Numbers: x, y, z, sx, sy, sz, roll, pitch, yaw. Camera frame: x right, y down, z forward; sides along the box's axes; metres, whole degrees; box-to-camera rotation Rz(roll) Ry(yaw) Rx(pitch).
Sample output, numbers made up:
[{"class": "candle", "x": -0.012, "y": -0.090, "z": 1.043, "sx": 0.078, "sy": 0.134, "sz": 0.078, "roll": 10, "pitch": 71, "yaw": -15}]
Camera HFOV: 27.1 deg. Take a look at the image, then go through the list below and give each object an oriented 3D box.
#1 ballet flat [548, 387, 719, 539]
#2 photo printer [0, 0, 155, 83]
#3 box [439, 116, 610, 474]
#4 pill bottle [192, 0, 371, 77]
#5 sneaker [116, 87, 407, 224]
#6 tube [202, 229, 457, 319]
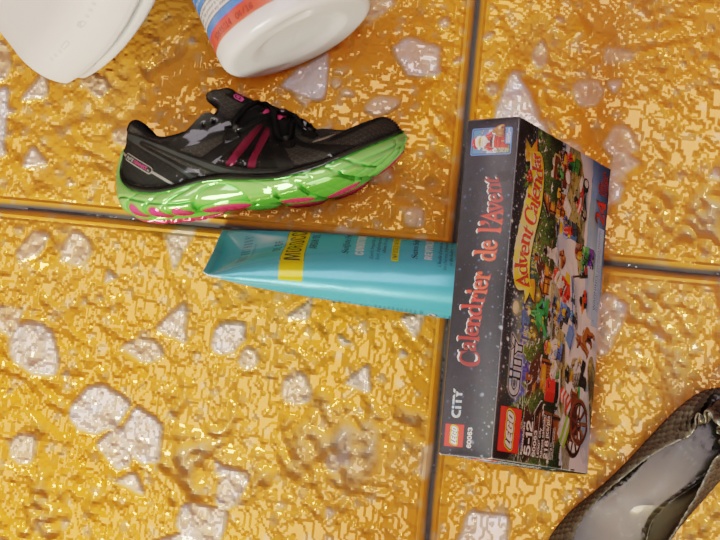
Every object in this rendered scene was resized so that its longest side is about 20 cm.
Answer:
[{"class": "ballet flat", "x": 0.179, "y": 0.154, "z": 0.947, "sx": 0.067, "sy": 0.046, "sz": 0.200, "roll": 42, "pitch": 87, "yaw": 10}, {"class": "photo printer", "x": -0.209, "y": -0.237, "z": 0.985, "sx": 0.201, "sy": 0.069, "sz": 0.166, "roll": 52, "pitch": 132, "yaw": 9}, {"class": "box", "x": 0.106, "y": 0.020, "z": 0.927, "sx": 0.037, "sy": 0.136, "sz": 0.203, "roll": 0, "pitch": 81, "yaw": 33}, {"class": "pill bottle", "x": -0.079, "y": -0.242, "z": 0.992, "sx": 0.111, "sy": 0.112, "sz": 0.202, "roll": -25, "pitch": 81, "yaw": 0}, {"class": "sneaker", "x": -0.067, "y": -0.083, "z": 0.986, "sx": 0.197, "sy": 0.077, "sz": 0.085, "roll": -7, "pitch": 85, "yaw": 2}, {"class": "tube", "x": 0.000, "y": 0.000, "z": 0.977, "sx": 0.197, "sy": 0.078, "sz": 0.051, "roll": 6, "pitch": 107, "yaw": 3}]
